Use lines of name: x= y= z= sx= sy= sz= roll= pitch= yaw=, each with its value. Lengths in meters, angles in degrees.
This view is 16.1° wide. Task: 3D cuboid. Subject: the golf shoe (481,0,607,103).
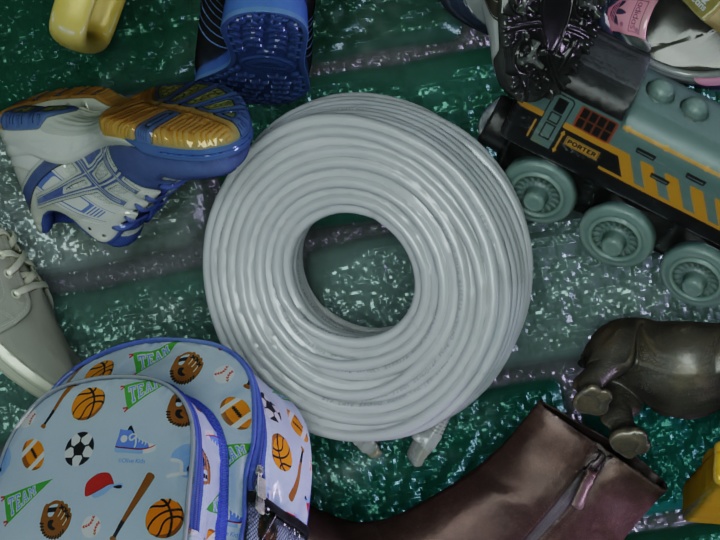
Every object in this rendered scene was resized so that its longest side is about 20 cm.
golf shoe: x=0.082 y=-0.191 z=1.411 sx=0.078 sy=0.094 sz=0.201 roll=0 pitch=90 yaw=-40

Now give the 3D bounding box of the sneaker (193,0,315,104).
sneaker: x=-0.056 y=-0.150 z=1.445 sx=0.070 sy=0.200 sz=0.078 roll=6 pitch=77 yaw=-9

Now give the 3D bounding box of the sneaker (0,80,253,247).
sneaker: x=-0.127 y=-0.058 z=1.473 sx=0.075 sy=0.200 sz=0.088 roll=-25 pitch=110 yaw=-38

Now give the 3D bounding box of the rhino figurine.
rhino figurine: x=0.221 y=0.062 z=1.491 sx=0.199 sy=0.088 sz=0.060 roll=0 pitch=122 yaw=2

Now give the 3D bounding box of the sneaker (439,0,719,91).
sneaker: x=0.141 y=-0.155 z=1.483 sx=0.199 sy=0.082 sz=0.070 roll=13 pitch=94 yaw=3

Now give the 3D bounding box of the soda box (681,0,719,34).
soda box: x=0.160 y=-0.219 z=1.435 sx=0.064 sy=0.068 sz=0.200 roll=-47 pitch=66 yaw=12

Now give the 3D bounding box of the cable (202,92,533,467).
cable: x=0.000 y=0.000 z=1.481 sx=0.200 sy=0.069 sz=0.200 roll=41 pitch=114 yaw=8

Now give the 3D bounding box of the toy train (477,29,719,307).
toy train: x=0.167 y=-0.061 z=1.465 sx=0.199 sy=0.085 sz=0.114 roll=28 pitch=136 yaw=1

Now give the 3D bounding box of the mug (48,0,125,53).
mug: x=-0.118 y=-0.228 z=1.459 sx=0.149 sy=0.153 sz=0.187 roll=-11 pitch=93 yaw=3

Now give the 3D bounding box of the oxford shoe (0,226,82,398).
oxford shoe: x=-0.218 y=0.008 z=1.515 sx=0.058 sy=0.075 sz=0.200 roll=-44 pitch=85 yaw=7

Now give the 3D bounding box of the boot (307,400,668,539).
boot: x=0.059 y=0.140 z=1.497 sx=0.200 sy=0.072 sz=0.167 roll=29 pitch=106 yaw=-12

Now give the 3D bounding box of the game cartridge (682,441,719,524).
game cartridge: x=0.276 y=0.123 z=1.430 sx=0.175 sy=0.200 sz=0.033 roll=4 pitch=77 yaw=2

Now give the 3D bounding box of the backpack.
backpack: x=-0.118 y=0.133 z=1.430 sx=0.199 sy=0.154 sz=0.191 roll=-3 pitch=57 yaw=21
